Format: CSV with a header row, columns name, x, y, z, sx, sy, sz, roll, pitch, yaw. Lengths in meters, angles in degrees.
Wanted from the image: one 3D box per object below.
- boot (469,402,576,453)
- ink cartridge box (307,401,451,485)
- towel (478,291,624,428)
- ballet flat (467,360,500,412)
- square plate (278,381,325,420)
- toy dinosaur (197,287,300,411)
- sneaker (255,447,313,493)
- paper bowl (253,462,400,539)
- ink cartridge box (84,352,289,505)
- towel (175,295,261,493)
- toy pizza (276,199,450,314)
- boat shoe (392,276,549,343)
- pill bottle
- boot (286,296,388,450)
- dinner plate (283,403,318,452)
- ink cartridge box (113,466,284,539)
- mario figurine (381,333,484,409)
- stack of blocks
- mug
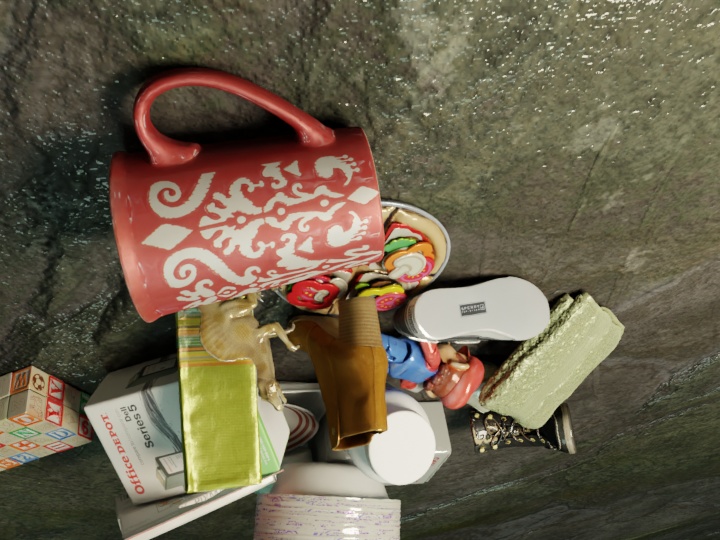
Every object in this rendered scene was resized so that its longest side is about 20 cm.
name,x,y,z,sx,sy,sz,roll,pitch,yaw
boot,0.244,0.243,1.094,0.146,0.076,0.200,-9,179,5
ink cartridge box,0.025,0.274,1.108,0.194,0.089,0.147,3,145,-15
towel,0.254,0.123,0.938,0.147,0.037,0.201,28,109,-41
ballet flat,0.194,0.168,1.015,0.194,0.067,0.071,4,145,-19
square plate,-0.151,0.203,1.011,0.194,0.029,0.199,4,145,-20
toy dinosaur,-0.127,0.044,0.716,0.101,0.199,0.059,-39,167,-40
sneaker,-0.150,0.343,1.102,0.196,0.122,0.073,-11,180,34
paper bowl,-0.043,0.315,0.955,0.194,0.107,0.201,3,163,1
ink cartridge box,-0.202,0.178,0.852,0.195,0.084,0.149,-16,110,10
towel,-0.151,0.129,0.761,0.083,0.207,0.018,-3,177,-10
toy pizza,0.000,0.000,0.745,0.194,0.032,0.202,-7,146,-4
boat shoe,0.129,0.052,0.825,0.195,0.074,0.067,-5,173,-28
pill bottle,0.027,0.202,0.904,0.105,0.112,0.200,-1,179,-12
boot,-0.032,0.120,0.776,0.069,0.148,0.200,5,163,-26
dinner plate,-0.155,0.217,0.982,0.194,0.025,0.202,-6,147,-4
ink cartridge box,-0.197,0.281,0.879,0.196,0.045,0.173,-19,-173,-21
mario figurine,0.069,0.101,0.898,0.196,0.109,0.123,21,174,-23
stack of blocks,-0.448,0.195,0.889,0.195,0.060,0.115,-20,145,15
mug,-0.085,-0.055,0.555,0.194,0.136,0.179,-10,149,-6
